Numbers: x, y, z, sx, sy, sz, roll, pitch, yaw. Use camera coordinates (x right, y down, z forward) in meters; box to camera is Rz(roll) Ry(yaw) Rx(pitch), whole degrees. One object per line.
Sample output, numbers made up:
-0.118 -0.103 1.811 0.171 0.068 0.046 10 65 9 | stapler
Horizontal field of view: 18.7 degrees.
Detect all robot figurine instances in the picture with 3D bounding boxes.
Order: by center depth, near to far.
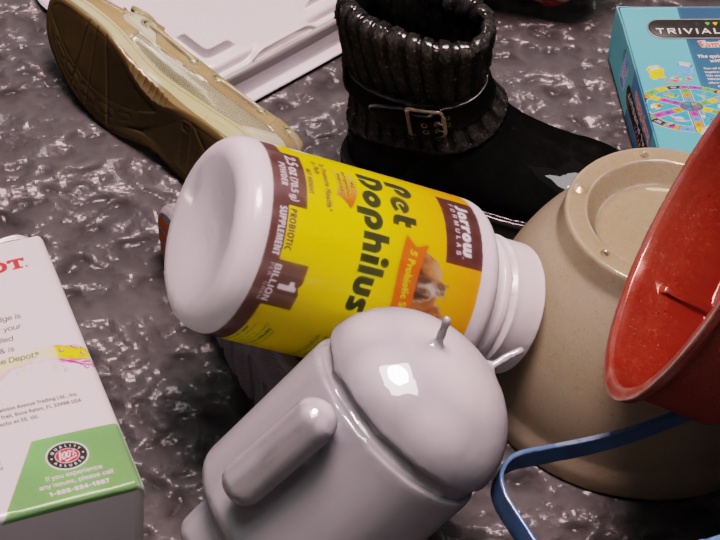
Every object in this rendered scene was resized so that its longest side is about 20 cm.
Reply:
-0.003 0.098 1.140 0.113 0.200 0.169 53 20 22 | robot figurine

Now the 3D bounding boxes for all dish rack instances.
-0.112 -0.198 1.534 0.171 0.044 0.200 -31 56 -33 | dish rack

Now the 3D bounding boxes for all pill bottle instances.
0.000 0.000 1.209 0.199 0.109 0.109 14 39 -28 | pill bottle

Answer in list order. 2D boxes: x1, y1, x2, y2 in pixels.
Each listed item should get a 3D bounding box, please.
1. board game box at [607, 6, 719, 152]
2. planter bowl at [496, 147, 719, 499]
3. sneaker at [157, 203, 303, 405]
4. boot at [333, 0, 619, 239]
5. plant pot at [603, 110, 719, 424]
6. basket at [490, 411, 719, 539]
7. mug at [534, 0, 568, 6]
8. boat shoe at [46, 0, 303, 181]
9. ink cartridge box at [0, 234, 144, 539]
0.259 -0.099 1.465 0.150 0.047 0.200 -1 45 -6 | board game box
0.170 0.014 1.280 0.199 0.135 0.201 3 44 -3 | planter bowl
-0.035 0.010 1.304 0.112 0.078 0.200 -18 49 -21 | sneaker
0.083 -0.102 1.372 0.210 0.158 0.080 9 44 3 | boot
0.257 0.021 1.110 0.195 0.201 0.201 28 45 -7 | plant pot
0.181 0.162 1.126 0.176 0.139 0.200 -15 56 -26 | basket
0.068 -0.272 1.542 0.200 0.177 0.134 25 63 -24 | mug
-0.127 -0.122 1.437 0.200 0.073 0.063 37 46 25 | boat shoe
-0.217 0.087 1.203 0.144 0.084 0.200 -13 48 -18 | ink cartridge box
